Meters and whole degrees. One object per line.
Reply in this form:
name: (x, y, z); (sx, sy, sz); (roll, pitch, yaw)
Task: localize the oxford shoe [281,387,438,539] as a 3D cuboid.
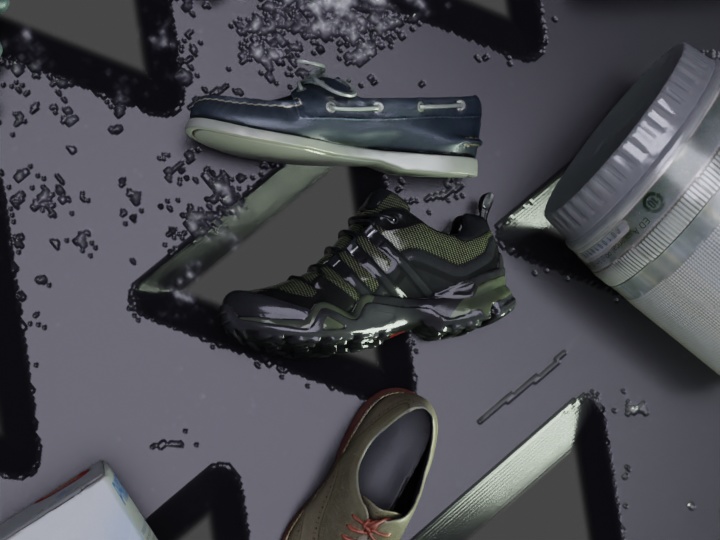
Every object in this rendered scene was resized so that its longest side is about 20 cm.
oxford shoe: (-0.007, 0.168, 1.112); (0.070, 0.075, 0.201); (22, 84, -7)

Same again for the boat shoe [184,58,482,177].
boat shoe: (-0.015, -0.100, 1.130); (0.198, 0.075, 0.062); (6, 87, -9)

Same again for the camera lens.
camera lens: (0.240, -0.029, 1.119); (0.200, 0.160, 0.160); (38, 82, -4)

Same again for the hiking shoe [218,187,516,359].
hiking shoe: (0.000, 0.000, 1.134); (0.198, 0.076, 0.102); (-6, 79, -18)

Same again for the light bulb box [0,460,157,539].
light bulb box: (-0.186, 0.255, 1.056); (0.198, 0.125, 0.201); (-33, 92, -9)

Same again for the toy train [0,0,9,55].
toy train: (-0.277, -0.183, 1.089); (0.113, 0.085, 0.202); (6, 94, -17)
